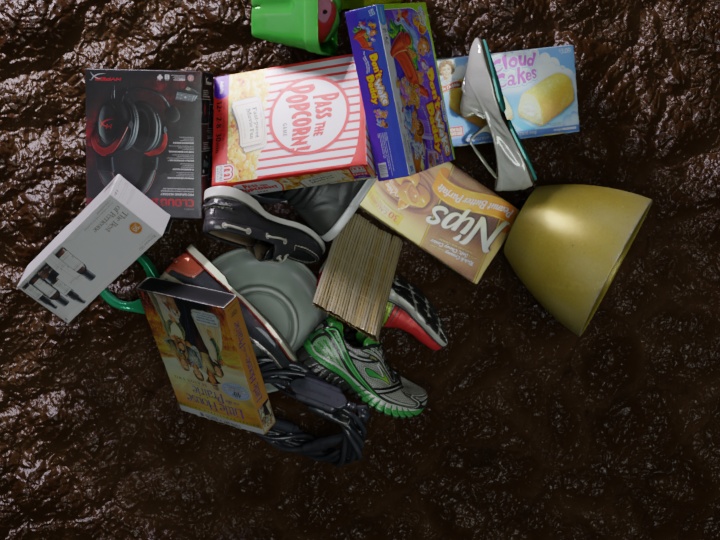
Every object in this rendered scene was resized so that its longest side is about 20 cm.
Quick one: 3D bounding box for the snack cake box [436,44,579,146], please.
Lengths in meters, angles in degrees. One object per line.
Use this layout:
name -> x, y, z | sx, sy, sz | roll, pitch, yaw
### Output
snack cake box -> 0.182, -0.230, 1.380 | 0.198, 0.067, 0.116 | -8, 101, -8

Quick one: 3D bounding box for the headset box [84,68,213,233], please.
headset box -> -0.261, -0.147, 1.301 | 0.147, 0.075, 0.202 | 3, 98, 3

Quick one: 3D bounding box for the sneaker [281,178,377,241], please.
sneaker -> -0.026, -0.146, 1.335 | 0.099, 0.071, 0.201 | 35, 81, -20

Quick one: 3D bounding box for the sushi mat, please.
sushi mat -> 0.000, 0.000, 1.333 | 0.095, 0.201, 0.012 | 28, 130, -11

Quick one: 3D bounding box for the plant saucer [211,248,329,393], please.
plant saucer -> -0.137, 0.070, 1.380 | 0.198, 0.050, 0.202 | -1, 98, -10

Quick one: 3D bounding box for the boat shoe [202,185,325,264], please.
boat shoe -> -0.121, -0.040, 1.317 | 0.200, 0.073, 0.061 | 31, 58, -47

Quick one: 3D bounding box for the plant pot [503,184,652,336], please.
plant pot -> 0.274, -0.035, 1.377 | 0.141, 0.200, 0.201 | 29, 93, 14

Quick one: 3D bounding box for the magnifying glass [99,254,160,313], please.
magnifying glass -> -0.256, 0.041, 1.344 | 0.199, 0.022, 0.080 | 34, 106, 4

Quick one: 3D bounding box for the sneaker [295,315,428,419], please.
sneaker -> 0.016, 0.131, 1.386 | 0.199, 0.078, 0.085 | 32, 96, -26

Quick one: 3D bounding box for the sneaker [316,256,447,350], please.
sneaker -> 0.028, 0.049, 1.404 | 0.199, 0.077, 0.085 | 36, 111, -9

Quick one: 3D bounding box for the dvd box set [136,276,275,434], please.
dvd box set -> -0.192, 0.107, 1.302 | 0.029, 0.146, 0.201 | -46, 136, -41

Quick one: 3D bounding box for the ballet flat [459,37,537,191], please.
ballet flat -> 0.162, -0.190, 1.321 | 0.069, 0.069, 0.201 | -24, 103, -5

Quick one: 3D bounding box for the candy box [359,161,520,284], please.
candy box -> 0.102, -0.084, 1.394 | 0.199, 0.055, 0.116 | 33, 92, -13

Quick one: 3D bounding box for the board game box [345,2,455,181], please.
board game box -> 0.051, -0.221, 1.274 | 0.045, 0.134, 0.201 | -6, 101, 31

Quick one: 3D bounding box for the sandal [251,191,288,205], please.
sandal -> -0.110, -0.116, 1.360 | 0.199, 0.043, 0.077 | 2, 98, -10

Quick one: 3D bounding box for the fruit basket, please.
fruit basket -> -0.028, -0.368, 1.295 | 0.214, 0.156, 0.217 | 1, 98, 8

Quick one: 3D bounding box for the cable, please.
cable -> -0.084, 0.186, 1.371 | 0.199, 0.164, 0.051 | 17, 51, 9

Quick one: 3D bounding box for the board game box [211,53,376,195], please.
board game box -> -0.082, -0.177, 1.287 | 0.198, 0.046, 0.153 | -7, 70, 14

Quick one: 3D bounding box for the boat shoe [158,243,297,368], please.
boat shoe -> -0.164, 0.056, 1.308 | 0.200, 0.071, 0.063 | 44, 84, 1

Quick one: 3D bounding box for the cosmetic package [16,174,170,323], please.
cosmetic package -> -0.329, -0.023, 1.282 | 0.082, 0.051, 0.200 | 38, 120, -23
